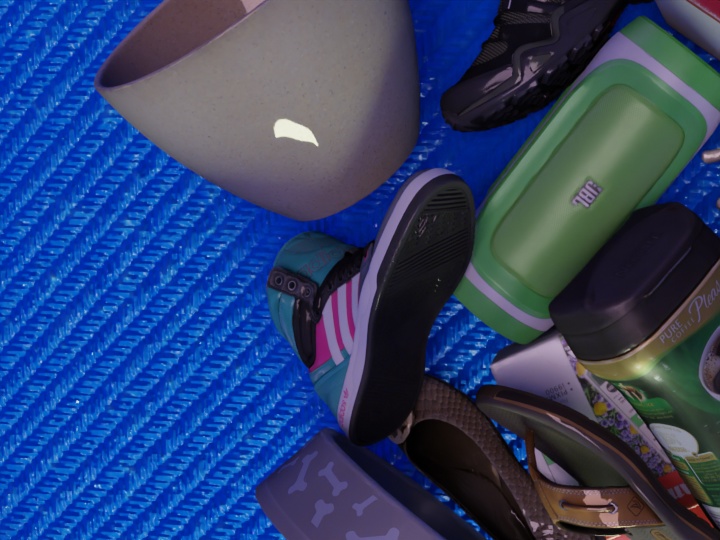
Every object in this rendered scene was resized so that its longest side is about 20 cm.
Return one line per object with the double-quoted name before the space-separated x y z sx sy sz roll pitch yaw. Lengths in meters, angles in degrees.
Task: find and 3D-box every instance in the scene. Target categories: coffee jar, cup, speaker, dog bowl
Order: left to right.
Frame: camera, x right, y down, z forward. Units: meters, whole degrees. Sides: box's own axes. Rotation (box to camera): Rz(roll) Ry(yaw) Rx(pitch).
"cup" -0.042 -0.117 0.732 0.199 0.201 0.144 -28 116 16
"dog bowl" 0.029 0.174 0.744 0.199 0.200 0.059 38 89 6
"speaker" 0.137 -0.054 0.734 0.088 0.088 0.201 39 105 6
"coffee jar" 0.201 0.062 0.685 0.104 0.085 0.200 -43 101 -18

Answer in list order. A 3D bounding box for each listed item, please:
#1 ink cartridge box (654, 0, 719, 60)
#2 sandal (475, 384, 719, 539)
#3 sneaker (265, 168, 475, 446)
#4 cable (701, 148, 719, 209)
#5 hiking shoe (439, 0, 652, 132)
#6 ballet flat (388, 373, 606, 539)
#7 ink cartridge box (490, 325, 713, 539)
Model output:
"ink cartridge box" 0.273 -0.194 0.642 0.200 0.084 0.144 -50 60 6
"sandal" 0.145 0.141 0.710 0.200 0.082 0.055 43 73 -2
"sneaker" 0.000 0.000 0.755 0.121 0.083 0.202 45 132 35
"cable" 0.309 -0.073 0.705 0.198 0.050 0.098 -28 96 16
"hiking shoe" 0.114 -0.174 0.736 0.200 0.076 0.101 -43 78 7
"ballet flat" 0.077 0.138 0.769 0.200 0.046 0.068 42 136 24
"ink cartridge box" 0.175 0.125 0.768 0.108 0.050 0.202 -25 91 16
